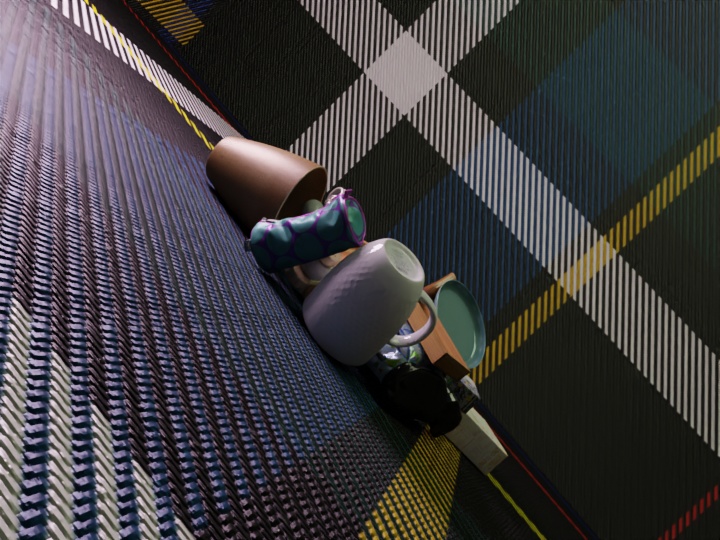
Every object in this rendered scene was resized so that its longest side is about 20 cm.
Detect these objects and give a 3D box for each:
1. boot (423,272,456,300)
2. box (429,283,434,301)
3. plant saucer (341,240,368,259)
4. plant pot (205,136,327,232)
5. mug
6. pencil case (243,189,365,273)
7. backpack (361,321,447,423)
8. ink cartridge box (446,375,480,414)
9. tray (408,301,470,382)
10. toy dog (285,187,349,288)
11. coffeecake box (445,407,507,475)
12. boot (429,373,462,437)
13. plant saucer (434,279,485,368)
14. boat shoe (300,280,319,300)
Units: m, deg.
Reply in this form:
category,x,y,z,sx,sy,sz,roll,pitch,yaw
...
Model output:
category,x,y,z,sx,sy,sz,roll,pitch,yaw
boot,0.113,0.080,1.691,0.069,0.189,0.199,50,37,10
box,0.145,0.145,1.770,0.050,0.200,0.158,40,5,-23
plant saucer,0.000,0.000,1.479,0.197,0.038,0.201,26,28,-14
plant pot,-0.192,-0.167,1.391,0.198,0.188,0.186,34,0,14
mug,0.034,0.054,1.167,0.198,0.175,0.149,33,30,-21
pencil case,-0.088,-0.060,1.190,0.085,0.196,0.094,-22,96,-66
backpack,0.061,0.155,1.305,0.162,0.155,0.199,35,-2,-42
ink cartridge box,0.163,0.202,1.531,0.200,0.050,0.109,45,8,-6
tray,0.121,0.101,1.312,0.098,0.037,0.202,40,18,-47
toy dog,-0.067,-0.041,1.311,0.096,0.130,0.203,46,46,-32
coffeecake box,0.226,0.342,1.645,0.200,0.073,0.154,47,6,-23
boot,0.129,0.203,1.416,0.166,0.064,0.202,90,-22,-54
plant saucer,0.220,0.123,1.641,0.199,0.027,0.204,27,54,-43
boat shoe,-0.047,0.058,1.387,0.200,0.073,0.070,43,11,-46
